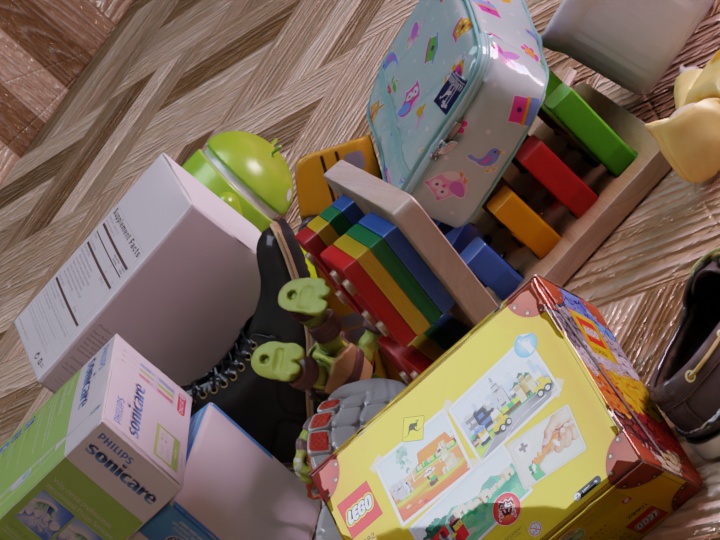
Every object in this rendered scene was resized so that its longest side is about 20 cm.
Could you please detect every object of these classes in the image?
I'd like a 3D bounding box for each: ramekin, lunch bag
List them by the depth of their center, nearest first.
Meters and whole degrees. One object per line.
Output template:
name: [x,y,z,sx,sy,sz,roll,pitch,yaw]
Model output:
lunch bag: [0.070,-0.135,1.759,0.161,0.077,0.201,-55,23,26]
ramekin: [0.235,-0.236,1.785,0.201,0.097,0.200,-55,-2,-3]

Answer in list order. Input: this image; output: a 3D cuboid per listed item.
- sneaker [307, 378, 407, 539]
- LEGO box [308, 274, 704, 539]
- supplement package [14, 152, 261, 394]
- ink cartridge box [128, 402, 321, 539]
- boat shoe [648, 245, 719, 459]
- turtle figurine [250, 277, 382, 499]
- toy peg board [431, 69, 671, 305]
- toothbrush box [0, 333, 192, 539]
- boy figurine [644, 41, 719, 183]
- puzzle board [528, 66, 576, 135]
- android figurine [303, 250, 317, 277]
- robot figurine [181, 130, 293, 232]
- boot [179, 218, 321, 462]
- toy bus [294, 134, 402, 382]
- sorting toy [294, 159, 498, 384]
sneaker: [0.001,0.163,1.602,0.076,0.082,0.201,-1,41,9]
LEGO box: [0.084,0.128,1.378,0.200,0.077,0.149,-42,53,18]
supplement package: [-0.178,0.026,1.927,0.200,0.121,0.120,-47,30,6]
ink cartridge box: [-0.150,0.226,1.763,0.200,0.128,0.126,-37,21,31]
boat shoe: [0.231,0.021,1.396,0.072,0.061,0.202,-29,26,45]
turtle figurine: [-0.014,0.064,1.704,0.064,0.161,0.201,31,82,36]
toy peg board: [0.119,-0.073,1.776,0.199,0.098,0.200,-47,22,3]
toothbrush box: [-0.226,0.167,1.712,0.200,0.086,0.146,-45,18,16]
boy figurine: [0.268,-0.145,1.658,0.200,0.064,0.124,-53,20,-25]
puzzle board: [0.106,-0.084,1.993,0.150,0.017,0.201,-24,29,55]
android figurine: [-0.005,-0.018,1.932,0.200,0.041,0.182,-43,17,-10]
robot figurine: [-0.154,-0.064,2.402,0.200,0.116,0.176,-47,13,3]
boot: [-0.097,0.069,1.780,0.137,0.202,0.078,-11,17,-6]
toy bus: [0.000,0.000,1.799,0.078,0.202,0.065,-17,4,2]
sorting toy: [0.043,0.032,1.580,0.069,0.199,0.200,-40,17,-5]
